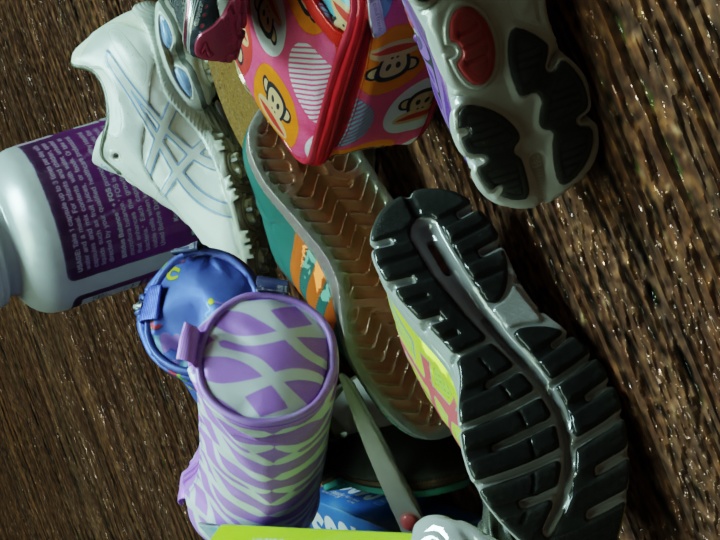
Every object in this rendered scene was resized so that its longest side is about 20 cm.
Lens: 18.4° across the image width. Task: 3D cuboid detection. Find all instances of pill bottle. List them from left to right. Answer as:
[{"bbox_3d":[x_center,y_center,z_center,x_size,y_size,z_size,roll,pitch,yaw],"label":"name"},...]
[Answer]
[{"bbox_3d":[-0.176,-0.038,1.438,0.112,0.199,0.113,53,153,42],"label":"pill bottle"}]

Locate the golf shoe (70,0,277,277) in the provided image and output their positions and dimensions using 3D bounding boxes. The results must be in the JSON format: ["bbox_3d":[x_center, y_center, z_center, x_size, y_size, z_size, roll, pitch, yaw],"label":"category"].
[{"bbox_3d":[-0.114,-0.066,1.376,0.078,0.097,0.201,-14,-95,-79],"label":"golf shoe"}]

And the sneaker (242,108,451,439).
[{"bbox_3d":[0.000,0.000,1.192,0.201,0.071,0.080,62,170,4],"label":"sneaker"}]

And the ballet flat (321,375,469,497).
[{"bbox_3d":[0.007,0.094,1.271,0.200,0.068,0.069,167,93,-70],"label":"ballet flat"}]

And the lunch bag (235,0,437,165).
[{"bbox_3d":[-0.019,-0.171,1.085,0.201,0.082,0.176,64,155,27],"label":"lunch bag"}]

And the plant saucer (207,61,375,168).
[{"bbox_3d":[-0.051,-0.123,1.271,0.200,0.035,0.201,54,154,42],"label":"plant saucer"}]

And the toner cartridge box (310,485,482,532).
[{"bbox_3d":[0.029,0.183,1.321,0.200,0.043,0.095,5,114,69],"label":"toner cartridge box"}]

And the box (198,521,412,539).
[{"bbox_3d":[-0.006,0.192,1.190,0.199,0.048,0.122,-4,130,49],"label":"box"}]

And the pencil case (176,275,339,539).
[{"bbox_3d":[-0.058,0.088,1.211,0.200,0.085,0.084,97,175,-59],"label":"pencil case"}]

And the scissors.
[{"bbox_3d":[0.027,0.146,1.189,0.073,0.014,0.200,-32,103,32],"label":"scissors"}]

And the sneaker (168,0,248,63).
[{"bbox_3d":[-0.105,-0.178,1.078,0.081,0.074,0.201,104,148,-52],"label":"sneaker"}]

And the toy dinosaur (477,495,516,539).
[{"bbox_3d":[0.087,0.172,1.106,0.088,0.047,0.201,37,-138,-61],"label":"toy dinosaur"}]

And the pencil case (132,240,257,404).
[{"bbox_3d":[-0.076,0.052,1.330,0.200,0.086,0.078,60,-134,-67],"label":"pencil case"}]

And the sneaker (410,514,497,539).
[{"bbox_3d":[0.089,0.198,1.009,0.199,0.100,0.078,26,162,25],"label":"sneaker"}]

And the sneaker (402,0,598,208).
[{"bbox_3d":[0.041,-0.124,0.963,0.083,0.080,0.201,-143,38,-67],"label":"sneaker"}]

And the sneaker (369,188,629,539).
[{"bbox_3d":[0.071,0.058,1.068,0.090,0.078,0.201,83,164,-64],"label":"sneaker"}]
